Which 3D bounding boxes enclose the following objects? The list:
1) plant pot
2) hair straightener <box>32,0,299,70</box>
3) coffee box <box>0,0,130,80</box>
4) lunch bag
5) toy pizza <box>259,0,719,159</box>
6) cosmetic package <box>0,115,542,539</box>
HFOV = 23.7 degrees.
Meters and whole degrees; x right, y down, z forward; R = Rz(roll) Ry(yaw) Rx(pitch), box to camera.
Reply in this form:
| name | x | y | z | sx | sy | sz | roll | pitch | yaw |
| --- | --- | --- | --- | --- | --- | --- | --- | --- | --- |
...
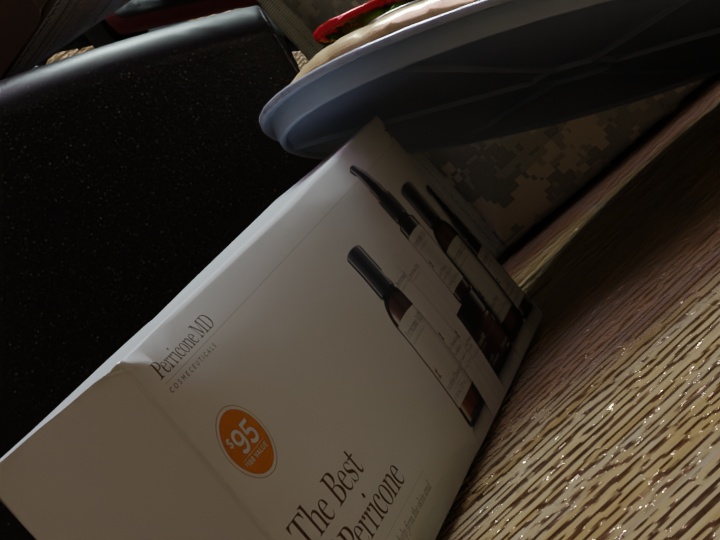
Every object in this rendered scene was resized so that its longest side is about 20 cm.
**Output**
| name | x | y | z | sx | sy | sz | roll | pitch | yaw |
| --- | --- | --- | --- | --- | --- | --- | --- | --- | --- |
| plant pot | -0.076 | 0.002 | 0.673 | 0.177 | 0.200 | 0.200 | -31 | 4 | 2 |
| hair straightener | -0.064 | -0.097 | 0.792 | 0.199 | 0.041 | 0.077 | -19 | -46 | -22 |
| coffee box | -0.126 | -0.170 | 0.711 | 0.080 | 0.114 | 0.200 | -45 | 2 | 37 |
| lunch bag | 0.053 | -0.136 | 0.710 | 0.164 | 0.200 | 0.118 | -41 | 4 | 21 |
| toy pizza | 0.063 | -0.076 | 0.536 | 0.198 | 0.032 | 0.200 | -14 | -5 | -1 |
| cosmetic package | -0.011 | 0.028 | 0.436 | 0.051 | 0.083 | 0.200 | -40 | 5 | 24 |
